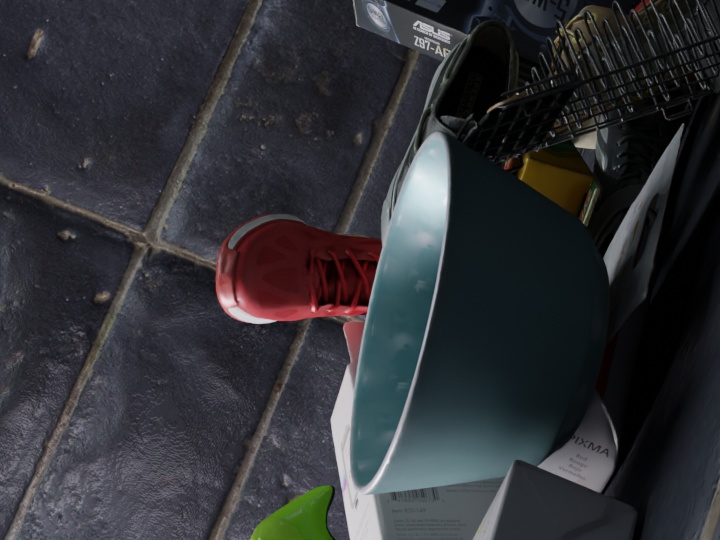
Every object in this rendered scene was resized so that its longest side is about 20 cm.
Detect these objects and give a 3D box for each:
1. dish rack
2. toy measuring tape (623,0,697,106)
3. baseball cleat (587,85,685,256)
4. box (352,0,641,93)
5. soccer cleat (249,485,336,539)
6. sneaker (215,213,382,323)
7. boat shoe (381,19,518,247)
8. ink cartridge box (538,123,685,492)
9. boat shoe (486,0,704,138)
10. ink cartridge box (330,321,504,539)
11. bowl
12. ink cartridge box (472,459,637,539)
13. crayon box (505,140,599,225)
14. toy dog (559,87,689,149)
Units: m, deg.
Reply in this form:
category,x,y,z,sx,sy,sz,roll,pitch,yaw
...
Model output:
category,x,y,z,sx,sy,sz,roll,pitch,yaw
dish rack,0.145,-0.114,0.765,0.153,0.200,0.055,95,155,-80
toy measuring tape,0.249,-0.195,0.972,0.200,0.074,0.074,-52,-8,-14
baseball cleat,0.203,-0.068,0.986,0.106,0.070,0.200,159,126,-81
box,0.119,-0.217,1.036,0.160,0.200,0.044,-52,-24,-25
soccer cleat,0.017,0.213,0.788,0.081,0.200,0.068,-39,-9,-18
sneaker,0.000,0.000,0.936,0.200,0.115,0.079,-8,-81,-55
boat shoe,0.063,-0.079,0.924,0.064,0.071,0.200,123,162,-67
ink cartridge box,0.157,0.036,0.804,0.162,0.050,0.200,-65,0,-46
boat shoe,0.159,-0.140,0.886,0.200,0.066,0.074,-27,2,-20
ink cartridge box,0.048,0.128,0.926,0.200,0.116,0.068,-101,21,-43
bowl,0.067,0.033,0.744,0.201,0.105,0.201,-167,90,-83
ink cartridge box,0.068,0.202,0.691,0.200,0.068,0.115,106,-174,-49
crayon box,0.119,-0.026,0.968,0.200,0.051,0.127,-79,6,-77
toy dog,0.166,-0.159,1.100,0.140,0.200,0.194,-65,-6,-51
